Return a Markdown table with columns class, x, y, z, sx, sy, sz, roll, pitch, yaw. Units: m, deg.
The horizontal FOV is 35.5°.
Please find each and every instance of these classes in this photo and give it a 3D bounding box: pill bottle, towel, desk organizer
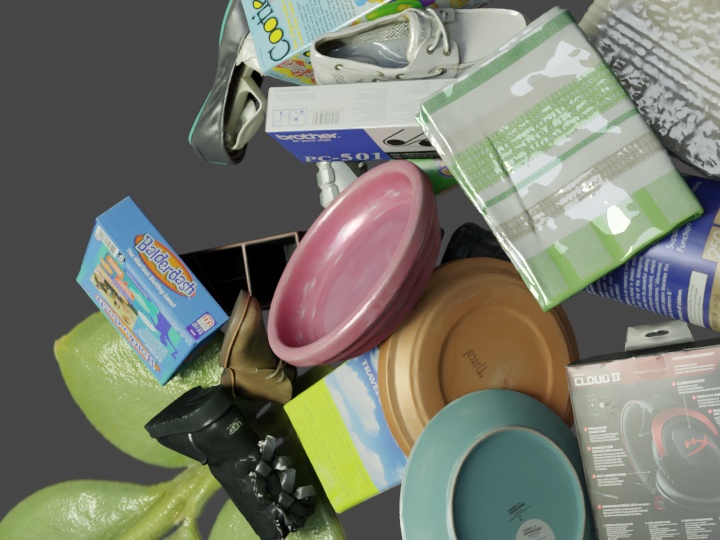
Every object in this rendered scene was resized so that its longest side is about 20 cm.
| class | x | y | z | sx | sy | sz | roll | pitch | yaw |
| --- | --- | --- | --- | --- | --- | --- | --- | --- | --- |
| pill bottle | 0.231 | -0.028 | 0.920 | 0.200 | 0.116 | 0.116 | 17 | 101 | 28 |
| towel | 0.269 | -0.169 | 0.928 | 0.200 | 0.034 | 0.133 | 39 | 101 | 19 |
| towel | 0.150 | -0.089 | 0.872 | 0.149 | 0.031 | 0.200 | -34 | 75 | 12 |
| desk organizer | -0.119 | 0.007 | 1.142 | 0.199 | 0.077 | 0.072 | -10 | 87 | 30 |

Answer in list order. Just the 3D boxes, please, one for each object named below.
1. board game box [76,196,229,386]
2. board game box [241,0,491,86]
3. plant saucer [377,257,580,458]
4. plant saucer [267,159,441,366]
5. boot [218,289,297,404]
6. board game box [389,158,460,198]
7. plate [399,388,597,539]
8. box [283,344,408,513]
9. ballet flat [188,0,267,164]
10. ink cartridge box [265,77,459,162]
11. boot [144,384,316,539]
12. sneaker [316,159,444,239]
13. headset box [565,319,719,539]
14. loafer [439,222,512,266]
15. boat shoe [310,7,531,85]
| class | x | y | z | sx | sy | sz | roll | pitch | yaw |
| --- | --- | --- | --- | --- | --- | --- | --- | --- | --- |
| board game box | -0.215 | 0.027 | 1.134 | 0.152 | 0.045 | 0.200 | 51 | 154 | 1 |
| board game box | 0.001 | -0.260 | 1.042 | 0.200 | 0.103 | 0.105 | -23 | 75 | 28 |
| plant saucer | 0.108 | 0.088 | 0.956 | 0.032 | 0.200 | 0.201 | -13 | 85 | 62 |
| plant saucer | 0.000 | 0.000 | 0.962 | 0.051 | 0.201 | 0.200 | 36 | 117 | -23 |
| boot | -0.095 | 0.078 | 1.085 | 0.075 | 0.200 | 0.074 | 18 | 65 | 5 |
| board game box | 0.114 | -0.142 | 1.022 | 0.200 | 0.030 | 0.096 | -25 | 80 | 19 |
| plate | 0.123 | 0.195 | 0.909 | 0.026 | 0.200 | 0.201 | -24 | 80 | 58 |
| box | 0.009 | 0.144 | 1.043 | 0.122 | 0.048 | 0.200 | 63 | 145 | 9 |
| ballet flat | -0.114 | -0.196 | 1.136 | 0.073 | 0.073 | 0.200 | 33 | 114 | 24 |
| ink cartridge box | 0.027 | -0.130 | 0.984 | 0.199 | 0.094 | 0.044 | 0 | 79 | 19 |
| boot | -0.134 | 0.199 | 1.154 | 0.163 | 0.073 | 0.198 | 54 | 153 | -9 |
| sneaker | 0.023 | -0.056 | 1.072 | 0.115 | 0.075 | 0.201 | -3 | 90 | 15 |
| headset box | 0.263 | 0.142 | 0.932 | 0.148 | 0.075 | 0.201 | -12 | 87 | 29 |
| loafer | 0.094 | 0.061 | 1.030 | 0.072 | 0.073 | 0.201 | 22 | 105 | 22 |
| boat shoe | 0.053 | -0.195 | 0.979 | 0.199 | 0.069 | 0.071 | -12 | 69 | 6 |
